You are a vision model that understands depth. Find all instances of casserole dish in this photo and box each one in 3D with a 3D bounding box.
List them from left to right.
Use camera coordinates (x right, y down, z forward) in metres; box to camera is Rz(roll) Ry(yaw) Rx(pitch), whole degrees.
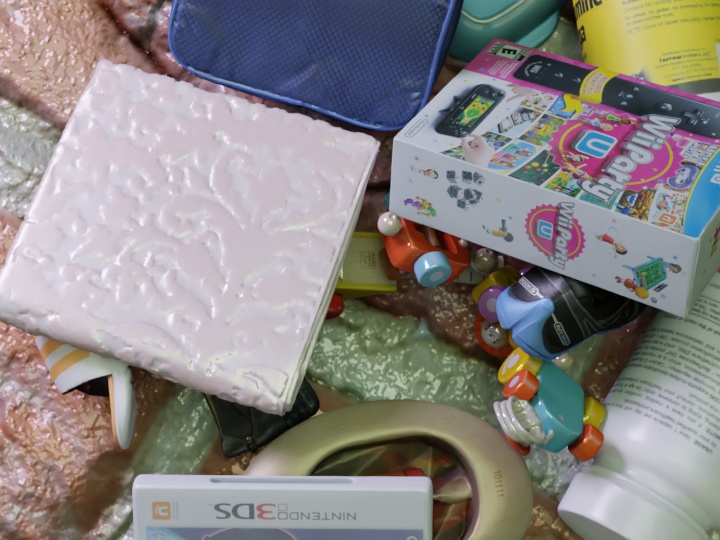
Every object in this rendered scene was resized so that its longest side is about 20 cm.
[{"bbox_3d":[0.066,-0.239,1.353,0.121,0.039,0.200,-37,84,-12],"label":"casserole dish"}]

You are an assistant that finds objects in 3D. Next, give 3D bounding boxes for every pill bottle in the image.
[{"bbox_3d":[0.199,-0.185,1.314,0.112,0.112,0.201,-8,82,-7],"label":"pill bottle"},{"bbox_3d":[0.217,0.095,1.263,0.113,0.113,0.200,32,77,1],"label":"pill bottle"}]

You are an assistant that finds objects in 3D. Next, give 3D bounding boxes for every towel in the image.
[{"bbox_3d":[-0.108,-0.024,1.221,0.199,0.032,0.192,17,69,8],"label":"towel"}]

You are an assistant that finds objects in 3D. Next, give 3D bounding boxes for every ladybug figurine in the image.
[{"bbox_3d":[0.009,0.153,1.252,0.199,0.072,0.136,-6,80,-7],"label":"ladybug figurine"}]

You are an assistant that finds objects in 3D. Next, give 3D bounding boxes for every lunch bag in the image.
[{"bbox_3d":[-0.034,-0.183,1.281,0.199,0.132,0.136,19,106,-1],"label":"lunch bag"}]

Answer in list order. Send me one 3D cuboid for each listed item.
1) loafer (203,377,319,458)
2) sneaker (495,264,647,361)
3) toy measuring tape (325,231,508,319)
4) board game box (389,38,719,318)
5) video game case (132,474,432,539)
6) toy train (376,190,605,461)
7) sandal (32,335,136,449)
[{"bbox_3d":[-0.111,0.029,1.267,0.072,0.073,0.200,-36,83,-7],"label":"loafer"},{"bbox_3d":[0.162,0.000,1.257,0.071,0.083,0.199,54,35,4],"label":"sneaker"},{"bbox_3d":[0.000,0.000,1.298,0.199,0.074,0.074,3,78,-28],"label":"toy measuring tape"},{"bbox_3d":[0.139,-0.063,1.204,0.199,0.064,0.148,20,41,21],"label":"board game box"},{"bbox_3d":[-0.046,0.222,1.203,0.182,0.023,0.201,0,106,3],"label":"video game case"},{"bbox_3d":[0.074,0.045,1.240,0.056,0.150,0.200,-43,55,27],"label":"toy train"},{"bbox_3d":[-0.186,0.020,1.261,0.059,0.079,0.207,-11,72,-9],"label":"sandal"}]
